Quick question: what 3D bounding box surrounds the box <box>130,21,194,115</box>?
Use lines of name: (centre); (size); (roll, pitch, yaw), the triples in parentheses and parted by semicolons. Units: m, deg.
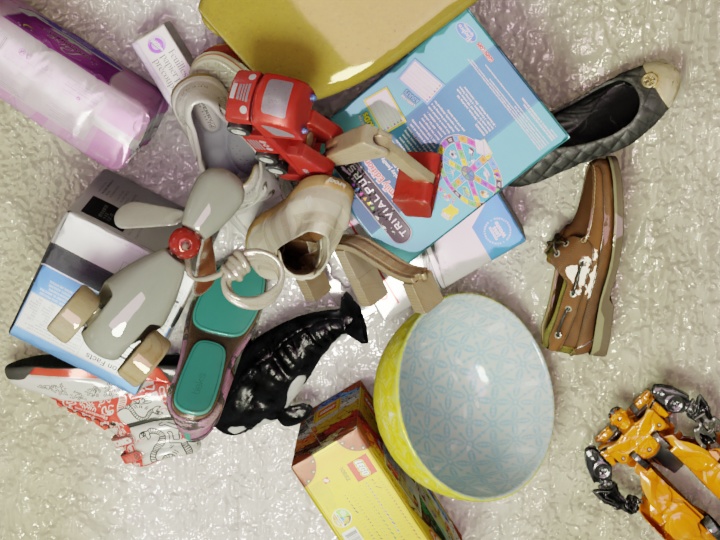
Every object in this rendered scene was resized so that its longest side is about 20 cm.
box: (-0.149, -0.144, 1.488); (0.039, 0.041, 0.200); (-30, 101, 8)

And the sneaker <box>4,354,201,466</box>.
sneaker: (-0.254, 0.141, 1.544); (0.201, 0.067, 0.108); (0, 101, -1)

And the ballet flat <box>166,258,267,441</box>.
ballet flat: (-0.142, 0.077, 1.498); (0.069, 0.200, 0.071); (16, 146, 0)

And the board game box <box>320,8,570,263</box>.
board game box: (0.066, -0.120, 1.415); (0.200, 0.047, 0.151); (-38, 95, 9)

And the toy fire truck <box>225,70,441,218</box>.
toy fire truck: (-0.018, -0.106, 1.314); (0.141, 0.200, 0.049); (8, 75, 20)

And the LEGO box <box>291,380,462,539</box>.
LEGO box: (0.020, 0.228, 1.512); (0.077, 0.149, 0.200); (-31, 101, 8)

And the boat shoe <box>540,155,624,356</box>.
boat shoe: (0.212, -0.012, 1.488); (0.068, 0.072, 0.200); (4, 103, 1)

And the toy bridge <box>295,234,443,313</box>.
toy bridge: (0.000, 0.000, 1.429); (0.027, 0.200, 0.067); (-36, 112, -29)

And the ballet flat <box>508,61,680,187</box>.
ballet flat: (0.212, -0.139, 1.457); (0.200, 0.057, 0.066); (-29, 60, 6)

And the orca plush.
orca plush: (-0.081, 0.103, 1.504); (0.200, 0.071, 0.105); (-24, 88, 24)

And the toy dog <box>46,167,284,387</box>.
toy dog: (-0.172, 0.006, 1.309); (0.200, 0.096, 0.132); (-32, 100, -10)

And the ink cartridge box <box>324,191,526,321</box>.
ink cartridge box: (0.045, -0.032, 1.492); (0.200, 0.068, 0.116); (-30, 99, 9)

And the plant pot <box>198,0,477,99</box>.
plant pot: (-0.034, -0.251, 1.366); (0.200, 0.196, 0.194); (-42, 98, 3)

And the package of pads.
package of pads: (-0.281, -0.178, 1.443); (0.200, 0.121, 0.076); (33, 102, -6)

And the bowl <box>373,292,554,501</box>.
bowl: (0.080, 0.128, 1.496); (0.108, 0.200, 0.200); (-18, 106, 50)

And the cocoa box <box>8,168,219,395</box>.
cocoa box: (-0.226, 0.007, 1.443); (0.133, 0.200, 0.131); (27, 103, -7)

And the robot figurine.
robot figurine: (0.318, 0.203, 1.542); (0.200, 0.058, 0.145); (44, 100, -8)

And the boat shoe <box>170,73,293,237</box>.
boat shoe: (-0.113, -0.086, 1.433); (0.071, 0.069, 0.200); (-31, 118, 6)

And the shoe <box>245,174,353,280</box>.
shoe: (-0.061, -0.025, 1.391); (0.070, 0.200, 0.053); (12, 67, -15)

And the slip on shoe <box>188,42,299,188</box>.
slip on shoe: (-0.079, -0.144, 1.475); (0.200, 0.061, 0.074); (41, 122, -19)
